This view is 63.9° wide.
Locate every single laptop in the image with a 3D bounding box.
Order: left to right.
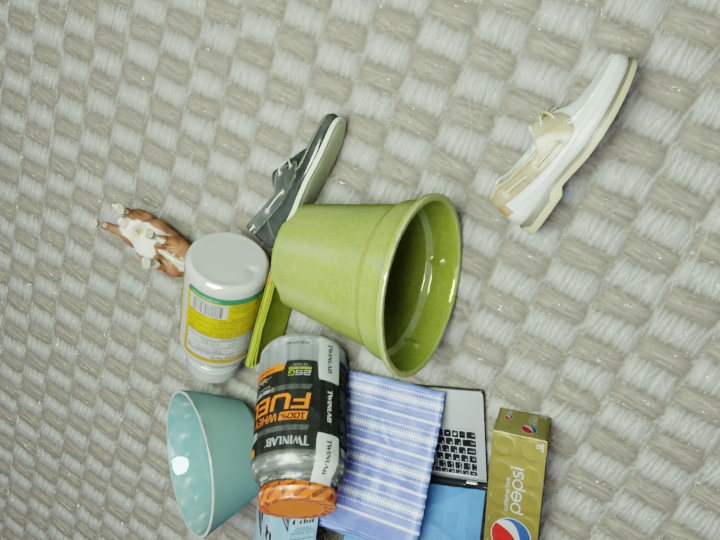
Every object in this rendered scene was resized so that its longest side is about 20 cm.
[{"bbox_3d":[0.064,0.265,0.746,0.181,0.116,0.207,0,102,22],"label":"laptop"}]

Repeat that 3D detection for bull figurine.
[{"bbox_3d":[-0.289,-0.036,0.834,0.196,0.121,0.067,27,88,21],"label":"bull figurine"}]

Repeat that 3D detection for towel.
[{"bbox_3d":[-0.104,0.033,0.781,0.018,0.086,0.205,26,111,18],"label":"towel"},{"bbox_3d":[0.025,0.244,0.751,0.141,0.024,0.206,8,78,24],"label":"towel"}]

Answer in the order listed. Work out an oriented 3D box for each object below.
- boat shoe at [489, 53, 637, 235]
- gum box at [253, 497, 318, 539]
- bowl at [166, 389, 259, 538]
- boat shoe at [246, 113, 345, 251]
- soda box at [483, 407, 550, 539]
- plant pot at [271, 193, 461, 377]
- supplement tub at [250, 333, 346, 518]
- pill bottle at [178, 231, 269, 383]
[{"bbox_3d":[0.209,-0.138,0.611,0.067,0.075,0.203,32,114,7],"label":"boat shoe"},{"bbox_3d":[-0.113,0.374,0.829,0.043,0.170,0.206,2,108,-22],"label":"gum box"},{"bbox_3d":[-0.205,0.269,0.846,0.199,0.102,0.208,9,101,55],"label":"bowl"},{"bbox_3d":[-0.084,-0.117,0.744,0.067,0.072,0.202,36,115,7],"label":"boat shoe"},{"bbox_3d":[0.194,0.283,0.723,0.066,0.064,0.207,6,104,21],"label":"soda box"},{"bbox_3d":[0.000,0.000,0.686,0.180,0.198,0.207,13,108,31],"label":"plant pot"},{"bbox_3d":[-0.076,0.196,0.735,0.120,0.122,0.205,-22,50,26],"label":"supplement tub"},{"bbox_3d":[-0.192,0.059,0.794,0.111,0.113,0.204,30,130,14],"label":"pill bottle"}]
